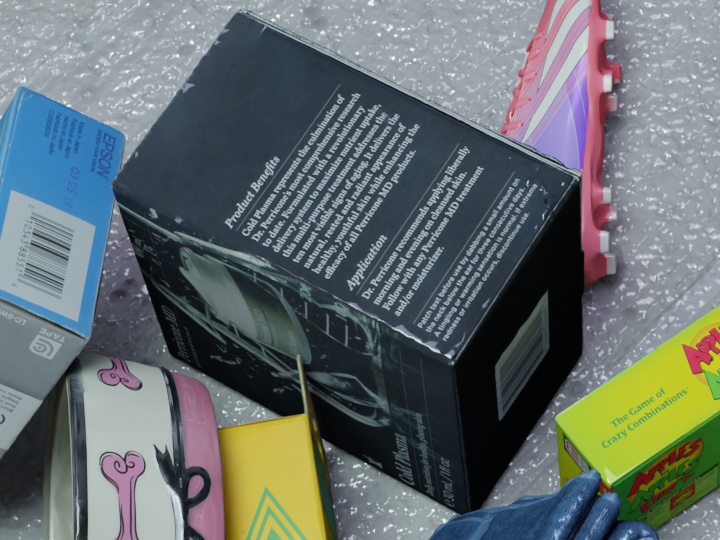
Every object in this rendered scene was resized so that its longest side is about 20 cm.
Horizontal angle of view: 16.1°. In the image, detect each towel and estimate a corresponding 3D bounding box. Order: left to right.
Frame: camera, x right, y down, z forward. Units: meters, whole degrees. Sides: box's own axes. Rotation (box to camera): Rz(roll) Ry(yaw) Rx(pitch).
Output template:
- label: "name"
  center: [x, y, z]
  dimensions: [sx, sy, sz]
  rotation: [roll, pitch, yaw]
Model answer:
- label: "towel"
  center: [0.061, 0.156, 1.211]
  dimensions: [0.049, 0.200, 0.112]
  rotation: [40, 70, -10]

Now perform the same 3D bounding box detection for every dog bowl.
- label: "dog bowl"
  center: [-0.113, 0.136, 1.243]
  dimensions: [0.074, 0.200, 0.200]
  rotation: [0, 62, -11]

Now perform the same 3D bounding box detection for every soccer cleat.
- label: "soccer cleat"
  center: [0.103, -0.082, 1.401]
  dimensions: [0.076, 0.067, 0.200]
  rotation: [-2, 65, 10]

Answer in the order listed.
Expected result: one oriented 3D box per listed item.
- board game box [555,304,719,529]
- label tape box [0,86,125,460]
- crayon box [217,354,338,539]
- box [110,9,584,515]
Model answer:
- label: "board game box"
  center: [0.194, 0.057, 1.297]
  dimensions: [0.200, 0.102, 0.048]
  rotation: [-33, 64, -11]
- label: "label tape box"
  center: [-0.193, 0.029, 1.271]
  dimensions: [0.063, 0.200, 0.144]
  rotation: [24, 42, -18]
- label: "crayon box"
  center: [-0.033, 0.160, 1.255]
  dimensions: [0.052, 0.126, 0.200]
  rotation: [-10, 62, 1]
- label: "box"
  center: [0.000, 0.000, 1.290]
  dimensions: [0.196, 0.200, 0.124]
  rotation: [29, 69, 19]
